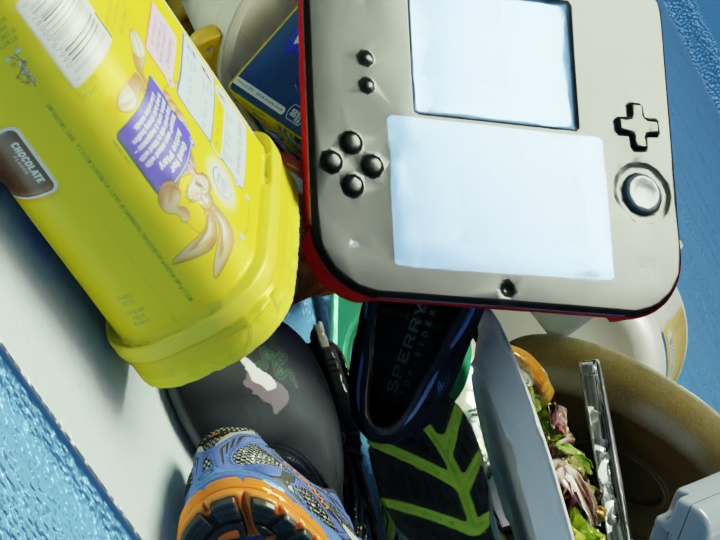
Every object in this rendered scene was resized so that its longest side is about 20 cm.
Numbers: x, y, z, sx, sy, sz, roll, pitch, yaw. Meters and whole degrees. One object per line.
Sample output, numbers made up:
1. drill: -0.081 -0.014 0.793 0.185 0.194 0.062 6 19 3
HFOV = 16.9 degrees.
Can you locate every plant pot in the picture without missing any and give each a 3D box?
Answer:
1. plant pot: 0.160 0.113 1.453 0.028 0.199 0.200 -55 131 -24

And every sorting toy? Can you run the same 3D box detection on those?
1. sorting toy: -0.073 -0.168 1.337 0.180 0.107 0.200 54 3 32

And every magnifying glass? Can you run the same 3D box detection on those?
1. magnifying glass: 0.000 0.000 1.390 0.201 0.079 0.022 64 7 29

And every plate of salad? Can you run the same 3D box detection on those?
1. plate of salad: 0.100 0.110 1.271 0.200 0.048 0.201 164 -90 -86

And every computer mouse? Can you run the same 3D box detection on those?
1. computer mouse: -0.033 0.067 1.206 0.200 0.052 0.139 37 35 -61

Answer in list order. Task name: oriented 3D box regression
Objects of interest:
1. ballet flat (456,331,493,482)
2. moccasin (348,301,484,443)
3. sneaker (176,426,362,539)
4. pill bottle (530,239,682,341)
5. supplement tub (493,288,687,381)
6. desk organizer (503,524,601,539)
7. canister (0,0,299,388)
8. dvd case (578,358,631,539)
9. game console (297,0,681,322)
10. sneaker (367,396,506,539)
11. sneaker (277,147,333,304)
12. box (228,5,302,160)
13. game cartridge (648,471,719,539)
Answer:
1. ballet flat: 0.047 0.052 1.446 0.074 0.074 0.200 58 10 -29
2. moccasin: 0.044 -0.006 1.223 0.068 0.080 0.201 -47 148 -83
3. sneaker: -0.017 0.141 1.126 0.200 0.075 0.079 56 16 -39
4. pill bottle: 0.094 -0.065 1.437 0.200 0.114 0.114 54 15 6
5. supplement tub: 0.144 0.050 1.637 0.145 0.144 0.200 66 16 -2
6. desk organizer: 0.121 0.202 1.491 0.200 0.071 0.077 24 47 -67
7. canister: -0.113 -0.069 1.073 0.200 0.086 0.149 56 19 -30
8. dvd case: 0.148 0.165 1.379 0.200 0.016 0.149 76 6 -55
9. game console: 0.063 -0.066 1.183 0.199 0.031 0.178 5 77 -23
10. sneaker: 0.054 0.158 1.303 0.076 0.075 0.201 -61 141 -88
11. sneaker: -0.045 -0.012 1.275 0.073 0.077 0.200 34 -4 12
12. box: 0.026 -0.137 1.251 0.064 0.200 0.070 34 -12 30
13. game cartridge: 0.165 0.203 1.285 0.133 0.040 0.201 -14 125 -64
